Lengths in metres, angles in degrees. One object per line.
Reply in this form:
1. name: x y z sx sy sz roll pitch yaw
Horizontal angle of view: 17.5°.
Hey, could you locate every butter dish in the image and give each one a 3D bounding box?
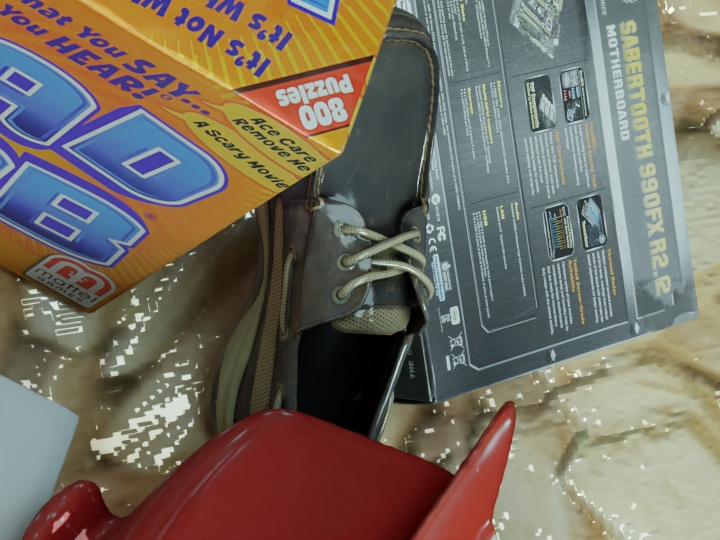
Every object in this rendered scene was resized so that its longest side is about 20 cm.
1. butter dish: -0.055 0.128 0.830 0.147 0.200 0.200 31 59 7

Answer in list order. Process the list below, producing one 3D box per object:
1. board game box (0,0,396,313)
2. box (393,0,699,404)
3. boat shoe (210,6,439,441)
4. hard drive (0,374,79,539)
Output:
1. board game box: -0.107 -0.139 0.850 0.199 0.200 0.201 30 61 -21
2. box: 0.061 -0.060 0.988 0.158 0.048 0.202 -16 101 -36
3. boat shoe: 0.000 0.000 0.889 0.074 0.073 0.201 -5 119 -31
4. hard drive: -0.190 0.114 0.823 0.131 0.027 0.201 29 62 -21
